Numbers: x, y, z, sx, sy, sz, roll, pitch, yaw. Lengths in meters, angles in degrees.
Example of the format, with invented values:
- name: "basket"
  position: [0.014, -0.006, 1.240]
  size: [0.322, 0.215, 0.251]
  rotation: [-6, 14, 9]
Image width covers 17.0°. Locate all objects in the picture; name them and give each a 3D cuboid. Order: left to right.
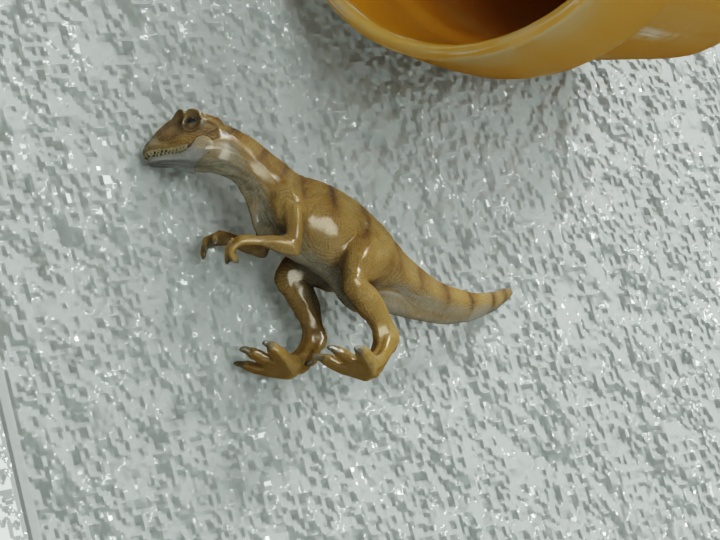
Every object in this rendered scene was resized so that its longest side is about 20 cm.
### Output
- name: "toy dinosaur"
  position: [0.000, 0.000, 0.995]
  size: [0.200, 0.060, 0.107]
  rotation: [33, 56, -28]
- name: "plant pot"
  position: [0.100, -0.173, 1.062]
  size: [0.183, 0.199, 0.201]
  rotation: [13, 67, -53]
